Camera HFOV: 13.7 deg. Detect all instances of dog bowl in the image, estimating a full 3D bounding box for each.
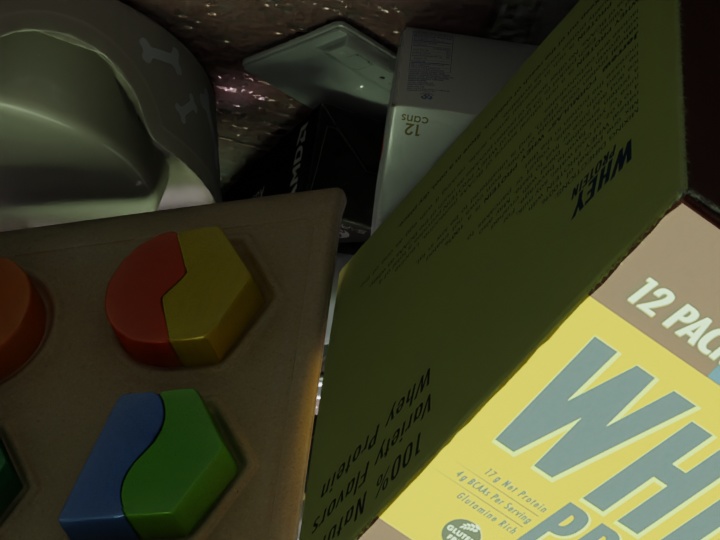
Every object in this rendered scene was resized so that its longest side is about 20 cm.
[{"bbox_3d":[-0.147,-0.055,1.169,0.200,0.059,0.200,6,155,3],"label":"dog bowl"}]

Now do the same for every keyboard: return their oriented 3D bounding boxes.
[{"bbox_3d":[0.043,-0.047,1.187,0.200,0.011,0.056,29,153,-37],"label":"keyboard"}]

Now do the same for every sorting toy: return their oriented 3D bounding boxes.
[{"bbox_3d":[-0.104,0.045,1.073,0.185,0.200,0.036,-7,135,18],"label":"sorting toy"}]

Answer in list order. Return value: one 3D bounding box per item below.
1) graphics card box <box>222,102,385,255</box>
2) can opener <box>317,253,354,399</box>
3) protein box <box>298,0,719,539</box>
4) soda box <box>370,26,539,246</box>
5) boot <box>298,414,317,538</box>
[{"bbox_3d":[0.000,0.000,1.241,0.125,0.051,0.200,17,159,-17],"label":"graphics card box"},{"bbox_3d":[-0.083,0.013,1.158,0.200,0.053,0.067,1,136,3],"label":"can opener"},{"bbox_3d":[0.094,0.024,0.983,0.135,0.200,0.199,33,119,-15],"label":"protein box"},{"bbox_3d":[0.107,-0.034,1.102,0.200,0.064,0.068,9,122,0],"label":"soda box"},{"bbox_3d":[-0.053,0.067,1.218,0.200,0.078,0.138,20,171,-33],"label":"boot"}]
